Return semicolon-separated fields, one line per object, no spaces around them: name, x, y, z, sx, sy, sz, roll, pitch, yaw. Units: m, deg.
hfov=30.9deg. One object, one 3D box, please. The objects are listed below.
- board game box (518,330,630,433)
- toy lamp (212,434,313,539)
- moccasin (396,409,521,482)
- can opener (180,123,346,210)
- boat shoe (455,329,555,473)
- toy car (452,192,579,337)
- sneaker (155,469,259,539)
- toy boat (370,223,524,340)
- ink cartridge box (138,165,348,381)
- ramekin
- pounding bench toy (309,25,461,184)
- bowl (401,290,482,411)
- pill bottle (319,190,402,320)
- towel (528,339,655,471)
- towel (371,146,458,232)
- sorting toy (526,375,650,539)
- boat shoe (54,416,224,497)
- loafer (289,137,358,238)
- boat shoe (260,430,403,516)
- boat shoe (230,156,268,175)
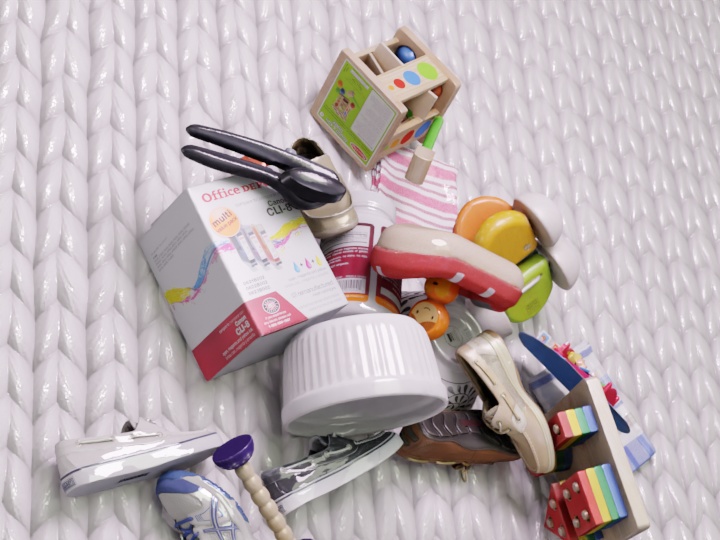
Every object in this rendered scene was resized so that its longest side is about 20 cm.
board game box;0.303;0.140;1.772;0.200;0.158;0.039;44;84;-9
toy lamp;-0.099;0.280;1.476;0.058;0.058;0.201;-42;112;-42
moccasin;0.132;0.227;1.690;0.201;0.078;0.074;3;48;-40
can opener;-0.113;-0.126;1.526;0.199;0.079;0.064;21;60;-13
boat shoe;0.183;0.177;1.664;0.065;0.072;0.201;-29;98;-22
toy car;0.193;-0.019;1.805;0.175;0.150;0.200;-37;131;-9
sneaker;-0.160;0.309;1.432;0.200;0.075;0.088;47;49;-6
toy boat;0.098;0.023;1.614;0.200;0.130;0.131;24;85;-32
ink cartridge box;-0.144;0.000;1.566;0.145;0.145;0.201;-19;76;-41
ramekin;-0.001;0.126;1.559;0.199;0.200;0.106;4;67;-34
pounding bench toy;0.065;-0.219;1.821;0.156;0.124;0.200;-29;70;-42
bowl;0.103;0.103;1.720;0.200;0.094;0.202;16;58;-28
pill bottle;0.000;0.000;1.688;0.113;0.113;0.201;23;51;-23
towel;0.335;0.211;1.874;0.147;0.024;0.200;-26;82;-41
towel;0.082;-0.091;1.855;0.146;0.030;0.201;19;56;-27
sorting toy;0.279;0.267;1.701;0.069;0.199;0.201;-11;70;-16
boat shoe;-0.244;0.196;1.442;0.199;0.072;0.066;-11;70;-35
loafer;-0.059;-0.109;1.681;0.075;0.068;0.200;-21;35;-9
boat shoe;-0.034;0.227;1.575;0.200;0.072;0.068;-23;82;-34
boat shoe;-0.111;-0.057;1.677;0.062;0.071;0.201;-20;92;-4
